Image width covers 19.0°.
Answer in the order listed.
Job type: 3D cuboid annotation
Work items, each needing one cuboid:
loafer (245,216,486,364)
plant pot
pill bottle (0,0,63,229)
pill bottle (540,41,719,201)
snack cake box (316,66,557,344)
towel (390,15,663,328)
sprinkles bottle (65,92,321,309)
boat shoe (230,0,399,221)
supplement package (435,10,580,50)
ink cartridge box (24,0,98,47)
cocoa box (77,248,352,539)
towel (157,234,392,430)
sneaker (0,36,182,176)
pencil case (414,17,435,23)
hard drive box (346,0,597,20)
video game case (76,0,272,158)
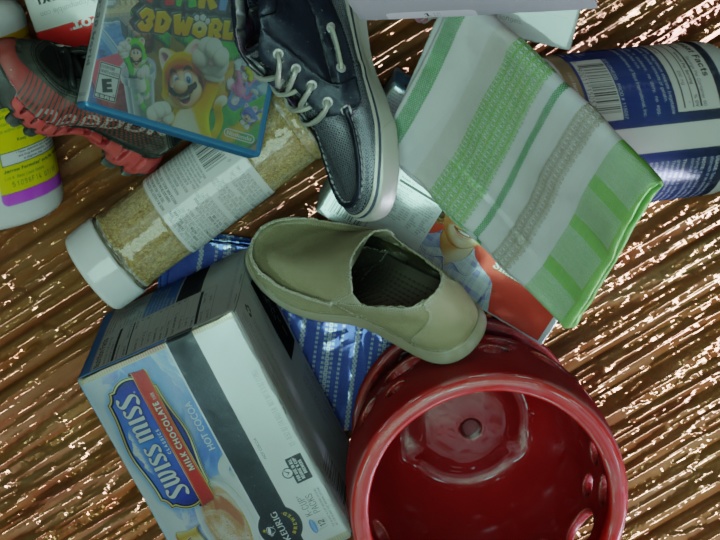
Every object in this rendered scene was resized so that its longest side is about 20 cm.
[{"bbox_3d":[0.000,0.000,1.524,0.199,0.076,0.068,19,149,29],"label":"loafer"},{"bbox_3d":[0.084,0.137,1.579,0.199,0.183,0.202,-1,110,-4],"label":"plant pot"},{"bbox_3d":[-0.285,-0.134,1.565,0.104,0.104,0.201,-8,106,5],"label":"pill bottle"},{"bbox_3d":[0.206,-0.104,1.523,0.199,0.111,0.112,-7,108,-20],"label":"pill bottle"},{"bbox_3d":[0.080,-0.048,1.591,0.199,0.067,0.115,31,105,-6],"label":"snack cake box"},{"bbox_3d":[0.102,-0.073,1.455,0.200,0.031,0.150,46,135,23],"label":"towel"},{"bbox_3d":[-0.121,-0.055,1.586,0.200,0.068,0.068,-36,102,5],"label":"sprinkles bottle"},{"bbox_3d":[-0.038,-0.130,1.505,0.092,0.075,0.201,-7,80,-35],"label":"boat shoe"},{"bbox_3d":[0.116,-0.272,1.499,0.113,0.110,0.201,12,107,-1],"label":"supplement package"},{"bbox_3d":[-0.189,-0.230,1.550,0.116,0.067,0.201,-16,106,8],"label":"ink cartridge box"},{"bbox_3d":[-0.102,0.114,1.596,0.131,0.133,0.201,-24,107,11],"label":"cocoa box"},{"bbox_3d":[-0.060,0.050,1.651,0.199,0.024,0.146,8,108,0],"label":"towel"},{"bbox_3d":[-0.185,-0.131,1.522,0.098,0.200,0.071,-31,61,24],"label":"sneaker"},{"bbox_3d":[0.099,-0.242,1.406,0.199,0.087,0.083,-29,89,6],"label":"pencil case"},{"bbox_3d":[0.067,-0.264,1.331,0.155,0.077,0.201,-1,81,11],"label":"hard drive box"},{"bbox_3d":[-0.115,-0.194,1.510,0.143,0.018,0.201,15,82,-31],"label":"video game case"}]
